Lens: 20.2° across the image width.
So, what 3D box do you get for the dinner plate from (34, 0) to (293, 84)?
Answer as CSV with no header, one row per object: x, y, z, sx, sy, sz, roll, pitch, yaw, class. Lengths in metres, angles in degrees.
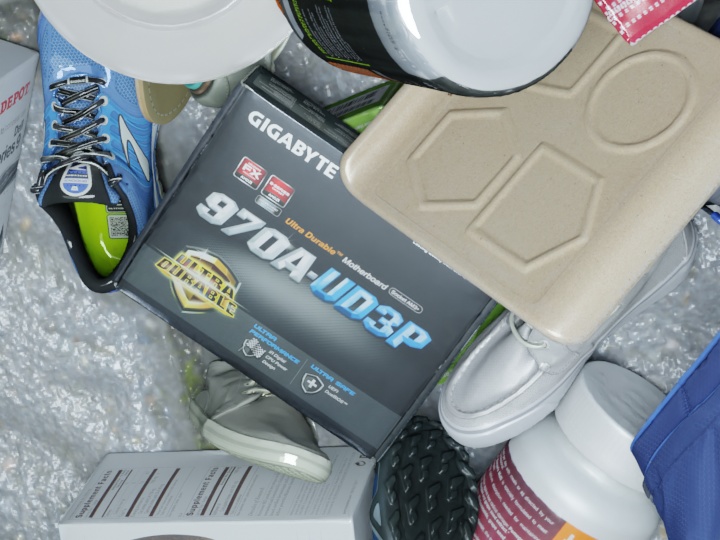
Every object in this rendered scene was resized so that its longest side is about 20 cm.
-0.113,-0.208,1.179,0.199,0.024,0.201,2,102,8,dinner plate

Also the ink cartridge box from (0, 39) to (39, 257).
-0.280,-0.042,1.279,0.084,0.146,0.201,17,113,5,ink cartridge box

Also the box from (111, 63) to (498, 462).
-0.026,-0.003,1.216,0.200,0.046,0.159,35,113,-3,box

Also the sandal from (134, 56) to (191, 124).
-0.134,-0.201,1.241,0.069,0.078,0.213,15,108,27,sandal

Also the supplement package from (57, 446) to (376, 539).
-0.085,0.192,1.350,0.199,0.110,0.114,-3,110,13,supplement package

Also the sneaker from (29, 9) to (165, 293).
-0.165,-0.079,1.273,0.078,0.089,0.201,-6,107,13,sneaker

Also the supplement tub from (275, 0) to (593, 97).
0.029,-0.162,1.087,0.122,0.200,0.123,-5,103,-24,supplement tub

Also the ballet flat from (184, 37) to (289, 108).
-0.061,-0.196,1.227,0.063,0.067,0.201,6,105,-25,ballet flat

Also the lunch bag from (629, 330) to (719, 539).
0.248,0.092,1.140,0.135,0.133,0.200,-3,144,-27,lunch bag

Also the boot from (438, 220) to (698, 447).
0.113,0.017,1.224,0.200,0.096,0.074,-44,54,0,boot

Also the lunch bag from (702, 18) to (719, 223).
0.257,-0.106,1.145,0.132,0.136,0.200,34,115,-2,lunch bag

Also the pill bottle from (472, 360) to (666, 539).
0.124,0.162,1.297,0.109,0.110,0.200,33,114,-3,pill bottle

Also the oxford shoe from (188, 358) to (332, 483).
-0.063,0.090,1.273,0.075,0.200,0.058,26,89,-18,oxford shoe

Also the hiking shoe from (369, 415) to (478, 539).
0.026,0.190,1.262,0.074,0.201,0.087,14,149,-26,hiking shoe

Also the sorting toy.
0.108,-0.071,1.111,0.185,0.200,0.036,-49,140,-4,sorting toy

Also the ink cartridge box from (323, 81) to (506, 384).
0.000,0.000,1.277,0.147,0.076,0.201,-21,104,18,ink cartridge box

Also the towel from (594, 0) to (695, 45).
0.142,-0.241,1.072,0.144,0.022,0.200,-36,97,8,towel

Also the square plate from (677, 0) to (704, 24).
0.118,-0.230,1.145,0.199,0.029,0.198,14,138,2,square plate
